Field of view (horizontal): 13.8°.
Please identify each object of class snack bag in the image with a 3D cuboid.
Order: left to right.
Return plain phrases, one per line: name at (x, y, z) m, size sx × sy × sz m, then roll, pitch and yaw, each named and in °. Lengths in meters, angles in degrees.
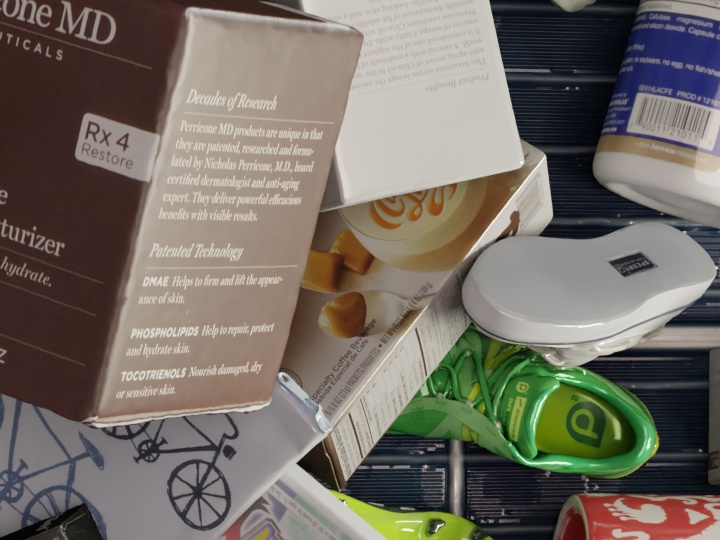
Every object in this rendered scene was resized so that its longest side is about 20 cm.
snack bag at (-0.137, 0.075, 1.568) m, size 0.200 × 0.021 × 0.189 m, roll -45°, pitch 78°, yaw 19°

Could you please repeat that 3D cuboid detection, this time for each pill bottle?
pill bottle at (0.210, -0.130, 1.670) m, size 0.115 × 0.116 × 0.201 m, roll 18°, pitch 85°, yaw -12°

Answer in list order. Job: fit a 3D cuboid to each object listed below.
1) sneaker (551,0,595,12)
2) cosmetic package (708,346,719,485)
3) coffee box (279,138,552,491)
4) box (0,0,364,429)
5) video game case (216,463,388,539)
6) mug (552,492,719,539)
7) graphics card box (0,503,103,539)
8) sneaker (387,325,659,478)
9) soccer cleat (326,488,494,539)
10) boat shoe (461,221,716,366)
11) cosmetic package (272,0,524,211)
sneaker at (0.110, -0.207, 1.586) m, size 0.085 × 0.200 × 0.077 m, roll -21°, pitch 70°, yaw 20°
cosmetic package at (0.304, 0.083, 1.690) m, size 0.199 × 0.107 × 0.091 m, roll 7°, pitch 80°, yaw -14°
coffee box at (0.000, 0.000, 1.607) m, size 0.114 × 0.080 × 0.200 m, roll 33°, pitch 73°, yaw 20°
box at (-0.126, -0.046, 1.445) m, size 0.166 × 0.164 × 0.201 m, roll 18°, pitch 100°, yaw 28°
video game case at (-0.060, 0.191, 1.570) m, size 0.200 × 0.023 × 0.183 m, roll 38°, pitch 111°, yaw 17°
mug at (0.211, 0.204, 1.652) m, size 0.199 × 0.133 × 0.178 m, roll 5°, pitch 66°, yaw -9°
graphics card box at (-0.209, 0.216, 1.563) m, size 0.200 × 0.051 × 0.126 m, roll -24°, pitch 94°, yaw 17°
sneaker at (0.074, 0.067, 1.651) m, size 0.199 × 0.084 × 0.074 m, roll 13°, pitch 86°, yaw -9°
soccer cleat at (0.007, 0.162, 1.648) m, size 0.200 × 0.081 × 0.068 m, roll 23°, pitch 66°, yaw -32°
boat shoe at (0.120, 0.023, 1.627) m, size 0.200 × 0.065 × 0.074 m, roll -5°, pitch 46°, yaw -47°
cosmetic package at (0.008, -0.139, 1.528) m, size 0.101 × 0.071 × 0.201 m, roll -12°, pitch 91°, yaw -16°
